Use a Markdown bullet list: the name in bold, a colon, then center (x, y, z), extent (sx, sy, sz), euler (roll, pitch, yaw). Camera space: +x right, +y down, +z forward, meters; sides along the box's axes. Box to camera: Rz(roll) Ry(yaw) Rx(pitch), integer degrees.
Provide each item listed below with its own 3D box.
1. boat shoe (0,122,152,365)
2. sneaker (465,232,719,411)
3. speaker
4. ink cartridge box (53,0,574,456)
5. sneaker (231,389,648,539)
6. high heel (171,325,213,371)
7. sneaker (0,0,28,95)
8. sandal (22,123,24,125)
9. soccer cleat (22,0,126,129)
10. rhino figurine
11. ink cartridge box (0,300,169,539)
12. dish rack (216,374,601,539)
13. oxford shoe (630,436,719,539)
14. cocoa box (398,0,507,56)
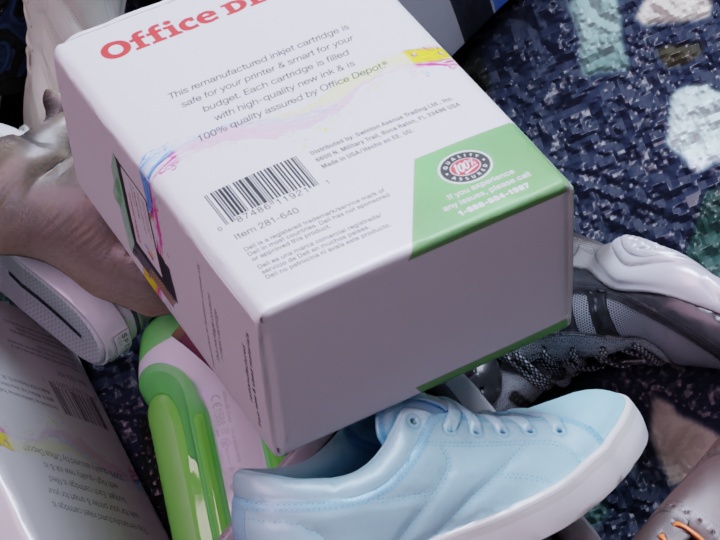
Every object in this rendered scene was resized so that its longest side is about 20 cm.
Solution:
- **boat shoe**: center (-0.174, -0.036, 1.234), extent (0.200, 0.074, 0.067), euler (42, 62, 9)
- **sneaker**: center (0.094, 0.039, 1.151), extent (0.199, 0.075, 0.114), euler (21, 83, 32)
- **speaker**: center (-0.049, 0.116, 1.177), extent (0.088, 0.088, 0.201), euler (-20, 67, 16)
- **ink cartridge box**: center (-0.022, -0.037, 1.064), extent (0.144, 0.084, 0.200), euler (-23, 46, -18)
- **sneaker**: center (0.035, 0.077, 1.050), extent (0.074, 0.199, 0.082), euler (5, 115, 57)
- **high heel**: center (0.000, 0.000, 1.179), extent (0.096, 0.067, 0.200), euler (41, 58, -2)
- **sneaker**: center (-0.218, -0.133, 1.234), extent (0.077, 0.200, 0.076), euler (27, 101, 31)
- **sandal**: center (-0.104, -0.092, 1.289), extent (0.199, 0.043, 0.076), euler (-32, 64, 10)
- **soccer cleat**: center (-0.142, -0.140, 1.215), extent (0.069, 0.077, 0.201), euler (58, 137, 42)
- **rhino figurine**: center (-0.148, -0.044, 1.167), extent (0.199, 0.060, 0.088), euler (22, 75, 1)
- **ink cartridge box**: center (-0.168, 0.112, 1.193), extent (0.087, 0.145, 0.201), euler (-38, 64, 12)
- **dish rack**: center (0.004, 0.149, 1.098), extent (0.200, 0.172, 0.043), euler (-50, 23, -23)
- **oxford shoe**: center (0.142, 0.138, 1.097), extent (0.071, 0.073, 0.201), euler (30, 86, 28)
- **cocoa box**: center (-0.004, -0.218, 1.228), extent (0.131, 0.134, 0.200), euler (-44, 62, -7)
